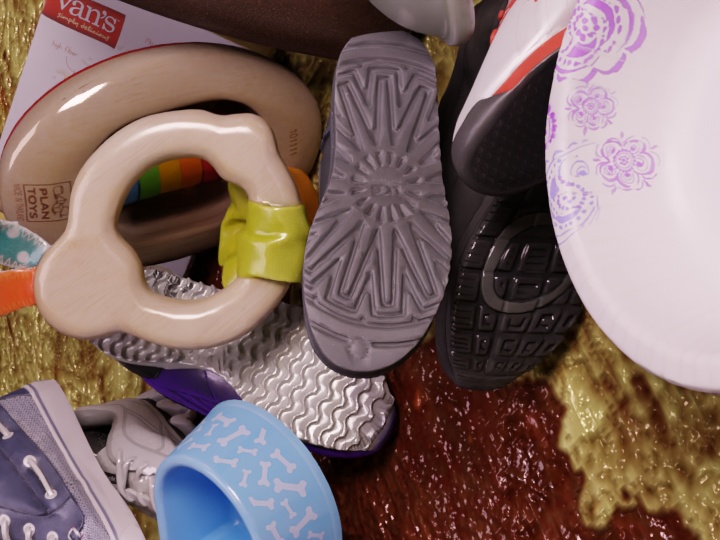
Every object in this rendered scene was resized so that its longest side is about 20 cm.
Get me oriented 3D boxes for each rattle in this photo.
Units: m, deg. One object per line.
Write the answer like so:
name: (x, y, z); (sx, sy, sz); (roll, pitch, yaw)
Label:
rattle: (-0.126, -0.018, 0.967); (0.143, 0.198, 0.131); (-102, -12, -68)

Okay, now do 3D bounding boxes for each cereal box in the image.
cereal box: (-0.151, -0.082, 1.110); (0.040, 0.143, 0.201); (-67, 0, -63)

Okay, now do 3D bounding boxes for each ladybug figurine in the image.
ladybug figurine: (-0.121, -0.072, 1.016); (0.072, 0.198, 0.137); (-128, 32, -47)

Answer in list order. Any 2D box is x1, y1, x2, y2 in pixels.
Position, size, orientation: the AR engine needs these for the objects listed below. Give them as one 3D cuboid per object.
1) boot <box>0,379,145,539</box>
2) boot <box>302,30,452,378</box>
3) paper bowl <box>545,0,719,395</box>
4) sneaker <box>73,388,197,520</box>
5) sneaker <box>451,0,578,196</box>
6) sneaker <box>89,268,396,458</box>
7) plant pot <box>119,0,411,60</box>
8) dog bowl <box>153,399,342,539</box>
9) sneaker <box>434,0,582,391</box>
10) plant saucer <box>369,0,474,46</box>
boot: (-0.187, 0.157, 1.045); (0.200, 0.090, 0.073); (52, 152, 36)
boot: (0.000, -0.001, 0.870); (0.200, 0.065, 0.167); (110, 169, -69)
paper bowl: (0.171, -0.053, 0.683); (0.200, 0.104, 0.203); (-5, 84, 54)
sneaker: (-0.115, 0.132, 1.087); (0.199, 0.080, 0.076); (28, 108, 50)
sneaker: (0.094, -0.134, 0.790); (0.202, 0.067, 0.108); (-50, 46, 6)
sneaker: (-0.058, 0.061, 1.023); (0.199, 0.100, 0.070); (22, 73, 26)
plant pot: (-0.082, -0.209, 0.942); (0.186, 0.198, 0.189); (5, 95, 61)
dog bowl: (-0.062, 0.171, 0.971); (0.111, 0.049, 0.202); (23, 129, 40)
sneaker: (0.070, -0.042, 0.864); (0.091, 0.075, 0.202); (10, 88, 62)
plant saucer: (-0.010, -0.186, 0.788); (0.200, 0.050, 0.202); (155, 90, -88)
